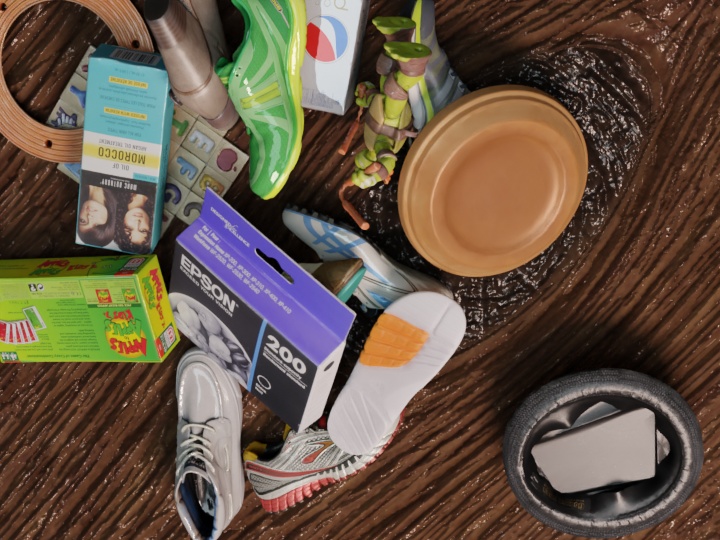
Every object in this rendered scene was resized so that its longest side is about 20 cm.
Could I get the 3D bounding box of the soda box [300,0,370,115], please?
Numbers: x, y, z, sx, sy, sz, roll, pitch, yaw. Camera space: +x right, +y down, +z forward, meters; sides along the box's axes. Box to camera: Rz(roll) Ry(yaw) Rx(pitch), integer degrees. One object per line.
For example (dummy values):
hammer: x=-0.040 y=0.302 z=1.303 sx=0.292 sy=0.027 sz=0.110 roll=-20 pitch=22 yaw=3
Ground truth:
soda box: x=-0.025 y=-0.258 z=1.206 sx=0.063 sy=0.068 sz=0.202 roll=12 pitch=107 yaw=4

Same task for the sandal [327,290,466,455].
sandal: x=0.033 y=0.095 z=1.259 sx=0.079 sy=0.059 sz=0.207 roll=37 pitch=116 yaw=3

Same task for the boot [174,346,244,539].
boot: x=-0.165 y=0.189 z=1.336 sx=0.073 sy=0.096 sz=0.202 roll=-6 pitch=105 yaw=9

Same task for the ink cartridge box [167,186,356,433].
ink cartridge box: x=-0.105 y=0.045 z=1.233 sx=0.198 sy=0.043 sz=0.201 roll=40 pitch=145 yaw=15

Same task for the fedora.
fedora: x=0.245 y=0.174 z=1.281 sx=0.198 sy=0.092 sz=0.203 roll=2 pitch=106 yaw=7

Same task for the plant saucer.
plant saucer: x=0.134 y=-0.079 z=1.206 sx=0.198 sy=0.038 sz=0.202 roll=-10 pitch=122 yaw=-16

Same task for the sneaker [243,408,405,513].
sneaker: x=-0.040 y=0.182 z=1.328 sx=0.199 sy=0.078 sz=0.083 roll=-31 pitch=99 yaw=14

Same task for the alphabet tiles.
alphabet tiles: x=-0.222 y=-0.135 z=1.298 sx=0.199 sy=0.006 sz=0.167 roll=35 pitch=107 yaw=-3

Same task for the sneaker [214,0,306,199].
sneaker: x=-0.096 y=-0.168 z=1.162 sx=0.083 sy=0.074 sz=0.202 roll=-1 pitch=99 yaw=-17

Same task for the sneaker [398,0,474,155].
sneaker: x=0.079 y=-0.171 z=1.225 sx=0.080 sy=0.074 sz=0.202 roll=-11 pitch=104 yaw=-10

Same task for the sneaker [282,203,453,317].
sneaker: x=0.000 y=0.000 z=1.273 sx=0.199 sy=0.072 sz=0.073 roll=34 pitch=94 yaw=-3

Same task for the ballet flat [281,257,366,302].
ballet flat: x=-0.055 y=0.036 z=1.265 sx=0.072 sy=0.068 sz=0.200 roll=41 pitch=145 yaw=11

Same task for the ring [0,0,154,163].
ring: x=-0.303 y=-0.210 z=1.276 sx=0.198 sy=0.019 sz=0.202 roll=2 pitch=107 yaw=7

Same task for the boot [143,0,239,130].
boot: x=-0.158 y=-0.239 z=1.214 sx=0.070 sy=0.201 sz=0.147 roll=-11 pitch=140 yaw=19

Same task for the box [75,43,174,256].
box: x=-0.236 y=-0.119 z=1.258 sx=0.081 sy=0.049 sz=0.202 roll=10 pitch=116 yaw=0

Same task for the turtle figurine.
turtle figurine: x=0.024 y=-0.140 z=1.155 sx=0.064 sy=0.201 sz=0.162 roll=11 pitch=126 yaw=-7

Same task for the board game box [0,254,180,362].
board game box: x=-0.297 y=0.041 z=1.307 sx=0.198 sy=0.048 sz=0.102 roll=-2 pitch=117 yaw=21
